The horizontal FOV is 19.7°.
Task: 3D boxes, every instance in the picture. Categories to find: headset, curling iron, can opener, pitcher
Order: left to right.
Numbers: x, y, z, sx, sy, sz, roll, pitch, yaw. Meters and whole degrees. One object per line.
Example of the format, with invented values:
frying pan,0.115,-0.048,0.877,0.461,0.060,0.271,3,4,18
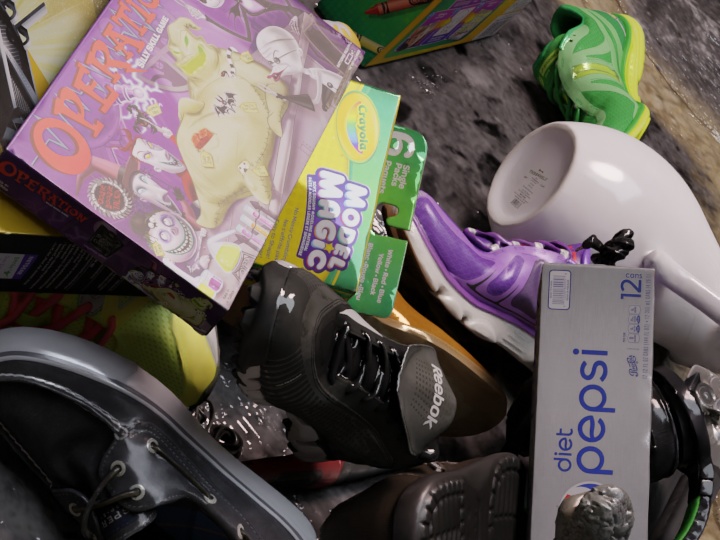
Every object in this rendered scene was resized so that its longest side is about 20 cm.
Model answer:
curling iron,-0.024,0.093,1.091,0.200,0.026,0.050,6,54,-48
headset,0.143,0.081,1.194,0.123,0.094,0.201,5,68,-7
pitcher,0.189,-0.004,1.341,0.200,0.121,0.172,35,-1,-28
can opener,0.188,0.134,1.291,0.053,0.067,0.200,44,45,-7

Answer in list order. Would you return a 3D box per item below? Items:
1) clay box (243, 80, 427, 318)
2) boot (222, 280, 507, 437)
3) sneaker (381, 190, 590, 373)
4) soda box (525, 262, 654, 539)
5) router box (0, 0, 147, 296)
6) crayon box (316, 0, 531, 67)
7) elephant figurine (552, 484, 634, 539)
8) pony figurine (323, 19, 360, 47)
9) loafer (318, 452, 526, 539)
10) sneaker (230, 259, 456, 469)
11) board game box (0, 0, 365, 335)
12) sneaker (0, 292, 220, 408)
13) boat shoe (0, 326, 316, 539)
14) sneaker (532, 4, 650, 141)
clay box,-0.063,-0.055,1.080,0.199,0.048,0.115,15,72,-10
boot,-0.001,0.000,1.179,0.201,0.071,0.144,28,37,-22
sneaker,0.095,0.004,1.264,0.200,0.083,0.081,35,8,-28
soda box,0.123,0.100,1.125,0.068,0.063,0.201,78,15,-78
router box,-0.157,-0.085,0.968,0.157,0.052,0.200,2,58,-35
crayon box,0.072,-0.210,1.446,0.058,0.119,0.200,54,32,9
elephant figurine,0.113,0.207,0.971,0.155,0.200,0.142,8,49,-46
pony figurine,-0.084,-0.167,1.207,0.193,0.166,0.200,54,16,-5
loafer,0.035,0.127,1.070,0.200,0.071,0.073,22,70,-68
sneaker,-0.001,0.048,0.972,0.200,0.090,0.067,65,37,-67
board game box,-0.079,-0.074,0.961,0.120,0.032,0.200,33,44,-8
sneaker,-0.156,0.006,0.993,0.200,0.078,0.090,40,42,-4
boat shoe,-0.101,0.105,0.955,0.200,0.070,0.066,43,30,-23
sneaker,0.164,-0.127,1.529,0.083,0.074,0.200,19,37,-11
